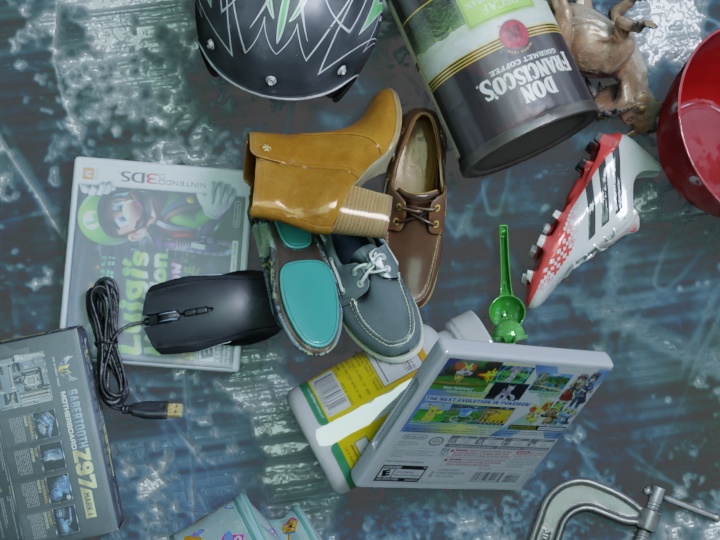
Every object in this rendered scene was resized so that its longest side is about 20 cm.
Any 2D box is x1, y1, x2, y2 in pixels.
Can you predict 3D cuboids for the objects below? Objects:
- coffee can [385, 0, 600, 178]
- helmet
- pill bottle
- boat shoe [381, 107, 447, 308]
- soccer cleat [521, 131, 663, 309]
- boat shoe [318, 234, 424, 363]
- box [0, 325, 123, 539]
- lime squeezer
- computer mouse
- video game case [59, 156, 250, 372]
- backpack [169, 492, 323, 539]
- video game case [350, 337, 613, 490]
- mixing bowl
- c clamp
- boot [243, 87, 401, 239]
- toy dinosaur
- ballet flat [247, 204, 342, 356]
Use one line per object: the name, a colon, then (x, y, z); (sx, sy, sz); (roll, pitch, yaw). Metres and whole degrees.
coffee can: (0.124, -0.211, 1.429); (0.145, 0.146, 0.202); (-24, 82, -5)
helmet: (-0.068, -0.253, 1.405); (0.198, 0.191, 0.203); (0, 84, -3)
pill bottle: (0.038, 0.121, 1.418); (0.199, 0.113, 0.114); (-28, 87, -5)
boat shoe: (0.050, -0.063, 1.457); (0.071, 0.068, 0.203); (5, 85, -3)
soccer cleat: (0.229, -0.043, 1.467); (0.085, 0.069, 0.201); (29, 80, 2)
boat shoe: (0.000, 0.000, 1.408); (0.072, 0.062, 0.201); (-24, 56, -5)
box: (-0.324, 0.166, 1.416); (0.156, 0.051, 0.202); (-12, 92, -1)
lime squeezer: (0.146, 0.041, 1.425); (0.037, 0.201, 0.071); (11, 124, -3)
computer mouse: (-0.166, 0.071, 1.422); (0.198, 0.046, 0.142); (-3, 83, -4)
video game case: (-0.202, -0.006, 1.462); (0.180, 0.023, 0.202); (4, 85, -2)
backpack: (-0.088, 0.300, 1.331); (0.152, 0.201, 0.176); (-29, 51, -4)
video game case: (0.112, 0.137, 1.366); (0.198, 0.183, 0.022); (7, 40, -33)
mixing bowl: (0.365, -0.129, 1.446); (0.198, 0.108, 0.203); (5, 77, -22)
c clamp: (0.243, 0.295, 1.456); (0.170, 0.027, 0.201); (27, 84, -1)
boot: (-0.038, -0.118, 1.411); (0.142, 0.071, 0.203); (13, 47, -9)
toy dinosaur: (0.224, -0.222, 1.479); (0.199, 0.086, 0.136); (35, 120, 16)
ballet flat: (-0.066, 0.000, 1.410); (0.073, 0.074, 0.202); (-10, 64, -4)
